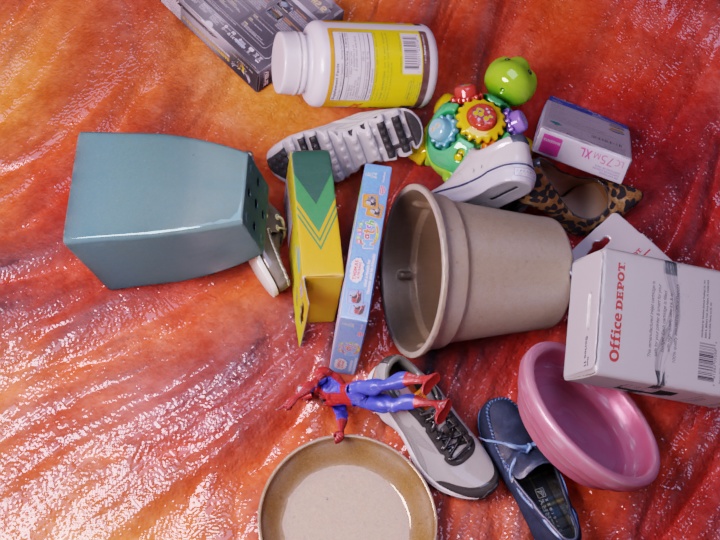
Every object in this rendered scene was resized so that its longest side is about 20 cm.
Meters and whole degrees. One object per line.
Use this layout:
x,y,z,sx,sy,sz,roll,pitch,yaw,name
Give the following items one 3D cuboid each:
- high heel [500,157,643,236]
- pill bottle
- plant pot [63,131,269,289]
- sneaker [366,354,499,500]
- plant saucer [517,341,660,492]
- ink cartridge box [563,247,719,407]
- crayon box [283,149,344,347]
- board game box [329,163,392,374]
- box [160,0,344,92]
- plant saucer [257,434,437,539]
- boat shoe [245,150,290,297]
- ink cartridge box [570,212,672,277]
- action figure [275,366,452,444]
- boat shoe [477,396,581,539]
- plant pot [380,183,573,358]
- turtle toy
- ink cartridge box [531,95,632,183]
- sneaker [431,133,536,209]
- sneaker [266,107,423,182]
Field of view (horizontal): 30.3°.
0.273,-0.102,1.645,0.199,0.143,0.072,-8,65,-11,high heel
-0.009,-0.262,1.696,0.199,0.109,0.110,-1,63,-16,pill bottle
-0.214,-0.073,1.530,0.199,0.141,0.142,-3,66,13,plant pot
0.081,0.179,1.515,0.074,0.079,0.200,-36,74,-24,sneaker
0.251,0.173,1.511,0.200,0.051,0.201,30,32,-20,plant saucer
0.338,0.067,1.506,0.199,0.083,0.147,12,75,-16,ink cartridge box
-0.055,-0.025,1.574,0.050,0.127,0.201,-2,65,-9,crayon box
0.000,0.000,1.553,0.036,0.151,0.201,9,62,-2,board game box
-0.146,-0.353,1.770,0.200,0.048,0.158,43,66,13,box
-0.016,0.282,1.474,0.199,0.035,0.201,3,62,-6,plant saucer
-0.124,-0.061,1.613,0.060,0.072,0.202,-21,64,-12,boat shoe
0.341,0.040,1.624,0.116,0.068,0.200,-39,75,-22,ink cartridge box
-0.009,0.153,1.476,0.199,0.065,0.099,1,35,41,action figure
0.203,0.226,1.512,0.084,0.069,0.200,-25,69,-18,boat shoe
0.142,0.001,1.564,0.182,0.201,0.201,0,63,-19,plant pot
0.157,-0.187,1.696,0.145,0.101,0.200,30,63,8,turtle toy
0.283,-0.170,1.697,0.119,0.042,0.200,21,23,3,ink cartridge box
0.141,-0.108,1.610,0.073,0.200,0.071,20,65,-33,sneaker
-0.020,-0.160,1.684,0.199,0.076,0.081,-14,22,1,sneaker
